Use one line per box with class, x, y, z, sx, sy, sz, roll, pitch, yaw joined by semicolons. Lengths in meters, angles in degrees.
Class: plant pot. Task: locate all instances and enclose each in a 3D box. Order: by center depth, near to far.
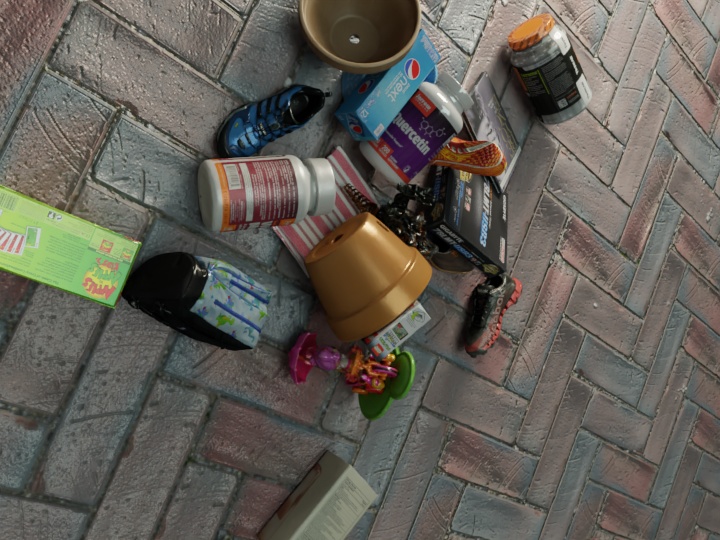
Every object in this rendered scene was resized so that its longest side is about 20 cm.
plant pot;-0.006;-0.405;1.097;0.198;0.093;0.204;2;77;-9
plant pot;0.000;0.000;1.101;0.200;0.199;0.141;-44;107;-21

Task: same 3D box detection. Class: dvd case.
dvd case;0.268;-0.280;1.347;0.201;0.016;0.149;58;45;-27

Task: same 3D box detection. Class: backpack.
backpack;-0.226;0.049;1.002;0.200;0.162;0.155;51;54;-36

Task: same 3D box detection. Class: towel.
towel;-0.062;-0.103;1.168;0.200;0.030;0.147;-49;121;-22

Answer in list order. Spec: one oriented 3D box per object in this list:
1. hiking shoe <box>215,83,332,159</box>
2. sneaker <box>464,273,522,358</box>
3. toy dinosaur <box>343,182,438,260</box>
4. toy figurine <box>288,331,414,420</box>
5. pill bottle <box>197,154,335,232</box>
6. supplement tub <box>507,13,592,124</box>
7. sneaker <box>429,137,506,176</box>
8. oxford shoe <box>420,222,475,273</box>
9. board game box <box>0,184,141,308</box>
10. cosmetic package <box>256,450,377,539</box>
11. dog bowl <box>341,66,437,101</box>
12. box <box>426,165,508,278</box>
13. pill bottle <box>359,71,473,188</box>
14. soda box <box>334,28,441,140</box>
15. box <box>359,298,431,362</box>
hiking shoe;-0.142;-0.241;1.051;0.200;0.086;0.075;-42;118;-22
sneaker;0.264;0.083;1.398;0.098;0.070;0.202;42;71;-32
toy dinosaur;0.057;-0.084;1.172;0.198;0.136;0.103;14;67;-23
toy figurine;-0.032;0.167;1.149;0.182;0.200;0.152;17;73;-23
pill bottle;-0.146;-0.123;1.038;0.198;0.109;0.111;-8;102;-24
supplement tub;0.390;-0.416;1.377;0.123;0.122;0.201;-49;121;-19
sneaker;0.172;-0.211;1.224;0.074;0.199;0.077;-63;152;-5
oxford shoe;0.170;-0.039;1.310;0.199;0.073;0.072;23;85;-35
board game box;-0.418;-0.030;0.914;0.199;0.047;0.103;26;83;-35
cosmetic package;-0.077;0.444;1.203;0.200;0.087;0.104;-46;118;-19
dog bowl;0.059;-0.342;1.200;0.199;0.049;0.113;-27;112;-28
box;0.217;-0.119;1.299;0.198;0.049;0.202;34;51;-32
pill bottle;0.100;-0.248;1.165;0.200;0.113;0.112;-44;123;9
soda box;0.048;-0.313;1.125;0.064;0.068;0.201;47;71;-31
box;0.040;0.079;1.116;0.110;0.200;0.035;-39;105;-3
